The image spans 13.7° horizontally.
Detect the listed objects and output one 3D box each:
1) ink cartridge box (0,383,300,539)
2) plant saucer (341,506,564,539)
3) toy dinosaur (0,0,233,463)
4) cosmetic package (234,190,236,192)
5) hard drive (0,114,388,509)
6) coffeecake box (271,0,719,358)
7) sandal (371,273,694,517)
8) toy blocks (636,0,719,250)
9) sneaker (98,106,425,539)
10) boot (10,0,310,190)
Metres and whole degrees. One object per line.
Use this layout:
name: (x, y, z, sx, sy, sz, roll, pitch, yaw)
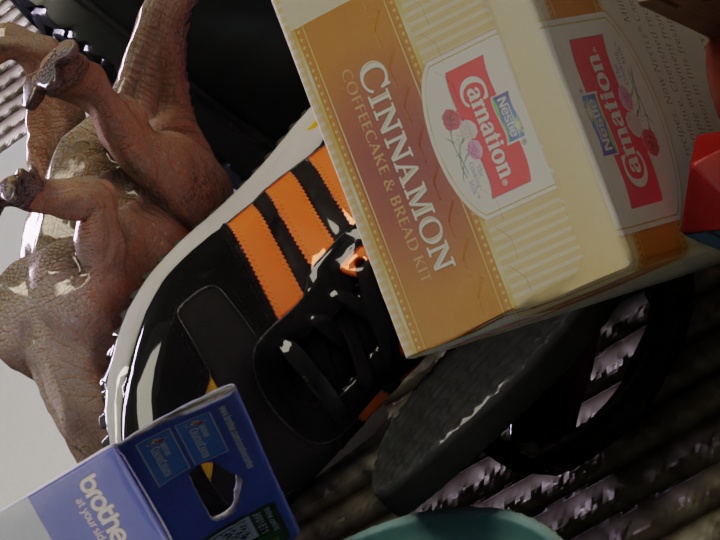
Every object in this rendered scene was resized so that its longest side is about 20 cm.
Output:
ink cartridge box: (-0.100, 0.112, 0.767, 0.199, 0.119, 0.042, -33, 65, -7)
plant saucer: (-0.011, 0.148, 0.781, 0.199, 0.036, 0.200, -33, 26, 18)
toy dinosaur: (-0.070, 0.000, 0.918, 0.086, 0.135, 0.201, -15, 50, 49)
cosmetic package: (0.000, -0.119, 1.108, 0.200, 0.113, 0.081, -54, 9, -26)
hard drive: (-0.095, 0.029, 1.017, 0.132, 0.027, 0.200, -36, 44, -9)
coffeecake box: (0.064, -0.074, 0.796, 0.073, 0.154, 0.200, -23, -5, 34)
sandal: (0.071, 0.014, 0.871, 0.075, 0.048, 0.200, -36, 7, 43)
toy blocks: (0.127, -0.073, 0.730, 0.100, 0.136, 0.201, -8, 68, 50)
sneaker: (0.000, 0.000, 0.868, 0.090, 0.070, 0.200, -18, 28, 42)
boot: (0.001, -0.096, 0.997, 0.163, 0.198, 0.073, -54, -2, -5)
